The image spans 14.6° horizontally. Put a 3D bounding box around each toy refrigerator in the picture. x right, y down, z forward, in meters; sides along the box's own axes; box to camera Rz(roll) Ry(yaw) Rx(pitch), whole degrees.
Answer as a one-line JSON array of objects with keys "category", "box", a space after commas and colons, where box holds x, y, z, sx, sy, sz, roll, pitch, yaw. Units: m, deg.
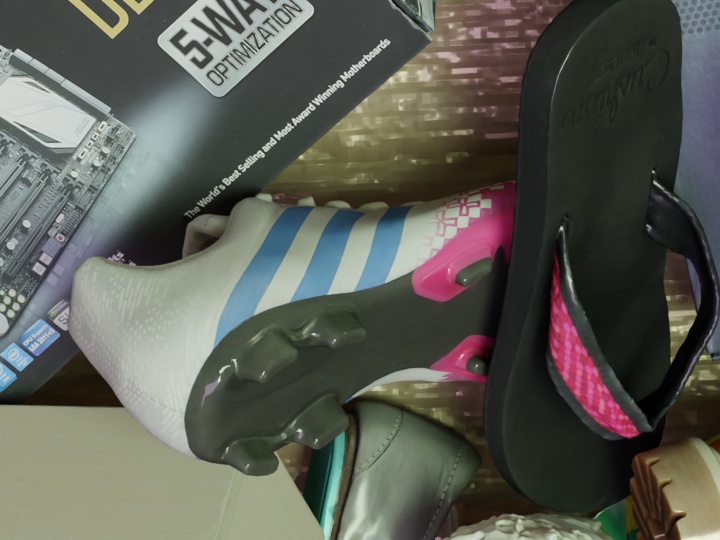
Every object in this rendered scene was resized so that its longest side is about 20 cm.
[{"category": "toy refrigerator", "box": [-0.119, 0.086, 0.893, 0.199, 0.070, 0.076, -1, 143, 23]}]

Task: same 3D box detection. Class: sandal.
[{"category": "sandal", "box": [0.076, 0.007, 0.826, 0.045, 0.075, 0.200, 33, 144, 31]}]

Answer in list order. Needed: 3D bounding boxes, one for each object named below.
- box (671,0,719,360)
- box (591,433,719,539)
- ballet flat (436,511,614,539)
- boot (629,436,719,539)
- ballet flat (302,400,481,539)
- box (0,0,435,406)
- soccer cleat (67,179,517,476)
[{"category": "box", "box": [0.161, -0.079, 0.833, 0.157, 0.051, 0.201, -10, 119, 9]}, {"category": "box", "box": [0.178, 0.088, 0.932, 0.200, 0.048, 0.117, -31, 114, 21]}, {"category": "ballet flat", "box": [0.061, 0.117, 0.911, 0.071, 0.072, 0.200, -6, 147, 6]}, {"category": "boot", "box": [0.152, 0.127, 0.891, 0.107, 0.075, 0.201, -17, 129, -9]}, {"category": "ballet flat", "box": [-0.006, 0.144, 0.921, 0.063, 0.067, 0.201, 18, 87, -14]}, {"category": "box", "box": [-0.100, -0.070, 0.850, 0.200, 0.050, 0.158, -40, 112, 23]}, {"category": "soccer cleat", "box": [0.000, 0.000, 0.845, 0.086, 0.200, 0.070, 35, 124, 33]}]
